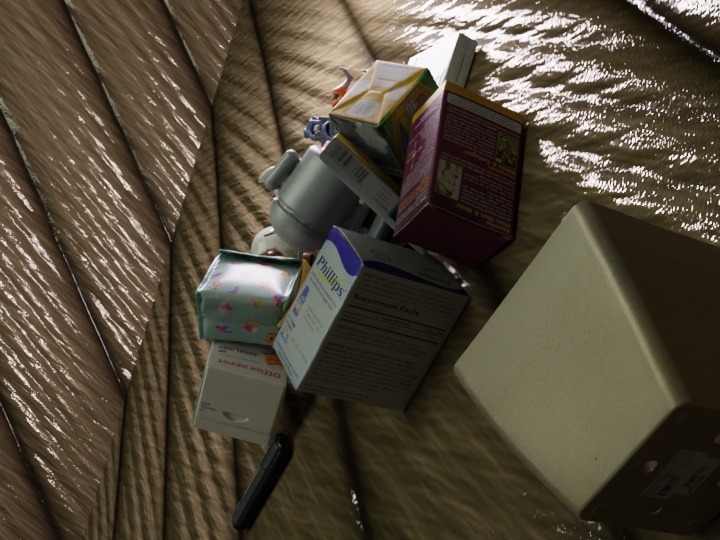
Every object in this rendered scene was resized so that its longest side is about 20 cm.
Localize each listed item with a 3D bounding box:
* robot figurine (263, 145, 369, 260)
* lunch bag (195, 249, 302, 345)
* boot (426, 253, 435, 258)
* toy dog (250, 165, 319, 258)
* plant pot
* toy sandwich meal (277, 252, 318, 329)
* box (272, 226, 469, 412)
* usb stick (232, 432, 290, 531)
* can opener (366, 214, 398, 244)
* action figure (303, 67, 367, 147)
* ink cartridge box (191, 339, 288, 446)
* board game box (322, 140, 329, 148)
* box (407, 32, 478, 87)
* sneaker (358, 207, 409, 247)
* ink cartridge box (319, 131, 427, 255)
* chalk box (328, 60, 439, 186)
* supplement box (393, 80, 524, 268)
[{"bbox_3d":[-0.067,-0.114,1.671,0.201,0.169,0.113,-53,4,8],"label":"robot figurine"},{"bbox_3d":[-0.181,0.032,1.859,0.201,0.168,0.123,-70,-17,-56],"label":"lunch bag"},{"bbox_3d":[0.026,0.070,1.557,0.080,0.209,0.159,-118,9,-53],"label":"boot"},{"bbox_3d":[-0.126,-0.080,1.989,0.201,0.193,0.139,-59,33,7],"label":"toy dog"},{"bbox_3d":[0.227,0.097,0.862,0.201,0.198,0.178,-56,35,30],"label":"plant pot"},{"bbox_3d":[-0.084,0.065,1.774,0.205,0.069,0.208,13,-90,-77],"label":"toy sandwich meal"},{"bbox_3d":[0.012,0.068,1.426,0.201,0.182,0.105,-61,36,19],"label":"box"},{"bbox_3d":[-0.175,0.372,1.871,0.201,0.032,0.056,-61,19,22],"label":"usb stick"},{"bbox_3d":[0.000,0.000,1.615,0.066,0.052,0.202,28,89,47],"label":"can opener"},{"bbox_3d":[-0.011,-0.292,2.082,0.199,0.104,0.196,21,97,46],"label":"action figure"},{"bbox_3d":[-0.202,0.180,1.890,0.201,0.145,0.146,-85,10,-57],"label":"ink cartridge box"},{"bbox_3d":[-0.059,-0.158,1.830,0.127,0.034,0.200,-56,17,0],"label":"board game box"},{"bbox_3d":[0.115,-0.298,1.776,0.200,0.041,0.158,-6,64,70],"label":"box"},{"bbox_3d":[0.027,-0.062,1.721,0.199,0.086,0.081,7,78,48],"label":"sneaker"},{"bbox_3d":[0.029,-0.117,1.517,0.047,0.197,0.200,-47,6,11],"label":"ink cartridge box"},{"bbox_3d":[0.069,-0.191,1.580,0.124,0.201,0.124,20,63,47],"label":"chalk box"},{"bbox_3d":[0.133,-0.127,1.415,0.103,0.130,0.202,-41,33,55],"label":"supplement box"}]
